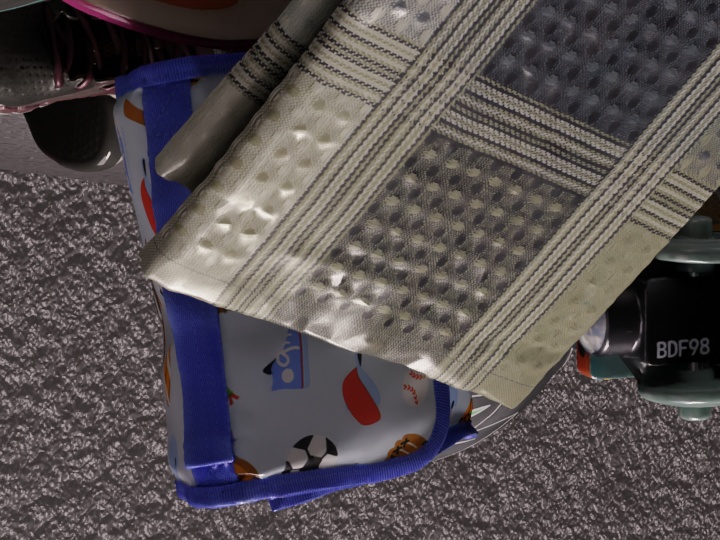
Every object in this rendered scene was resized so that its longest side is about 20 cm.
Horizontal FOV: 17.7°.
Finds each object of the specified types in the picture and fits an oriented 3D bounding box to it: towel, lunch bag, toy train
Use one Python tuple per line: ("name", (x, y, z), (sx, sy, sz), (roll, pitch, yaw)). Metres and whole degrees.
("towel", (0.043, -0.048, 0.794), (0.193, 0.200, 0.035), (21, -152, -40))
("lunch bag", (-0.027, 0.001, 0.910), (0.124, 0.170, 0.200), (-8, 179, 17))
("toy train", (0.171, 0.012, 0.982), (0.200, 0.085, 0.114), (-5, -172, -21))

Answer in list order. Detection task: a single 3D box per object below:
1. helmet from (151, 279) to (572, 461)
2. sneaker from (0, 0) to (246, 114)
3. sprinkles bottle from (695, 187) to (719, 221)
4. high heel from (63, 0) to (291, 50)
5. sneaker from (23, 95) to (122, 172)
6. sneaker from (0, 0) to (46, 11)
("helmet", (0.000, 0.000, 1.104), (0.200, 0.191, 0.200), (0, 142, 0))
("sneaker", (-0.110, -0.118, 1.133), (0.115, 0.076, 0.200), (-1, -174, 30))
("sprinkles bottle", (0.194, 0.001, 1.089), (0.200, 0.068, 0.068), (13, 176, -23))
("high heel", (-0.043, -0.109, 0.928), (0.200, 0.067, 0.096), (3, 169, -24))
("sneaker", (-0.142, -0.101, 1.316), (0.108, 0.067, 0.201), (6, -166, -33))
("sneaker", (-0.194, -0.125, 0.942), (0.200, 0.075, 0.079), (6, -179, 32))
